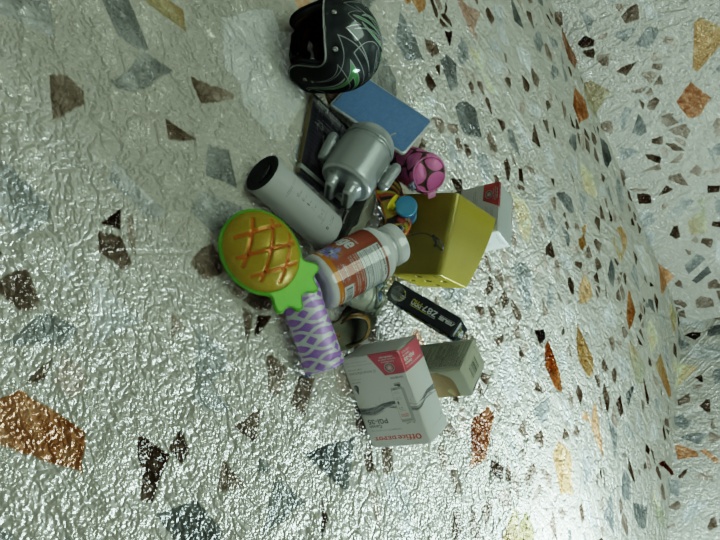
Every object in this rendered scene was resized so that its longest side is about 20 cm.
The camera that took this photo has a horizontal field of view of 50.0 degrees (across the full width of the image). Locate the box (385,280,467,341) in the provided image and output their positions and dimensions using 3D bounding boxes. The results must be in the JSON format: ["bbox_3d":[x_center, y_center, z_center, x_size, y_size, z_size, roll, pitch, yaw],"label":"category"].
[{"bbox_3d":[0.143,0.090,1.635,0.049,0.161,0.200,-57,166,-2],"label":"box"}]

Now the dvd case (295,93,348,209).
[{"bbox_3d":[-0.072,-0.250,1.624,0.149,0.016,0.201,38,49,-44],"label":"dvd case"}]

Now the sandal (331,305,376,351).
[{"bbox_3d":[-0.016,0.113,1.543,0.200,0.054,0.082,-22,97,-56],"label":"sandal"}]

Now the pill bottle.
[{"bbox_3d":[-0.005,-0.015,1.493,0.200,0.112,0.113,-28,103,-29],"label":"pill bottle"}]

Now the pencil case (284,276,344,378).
[{"bbox_3d":[-0.091,0.093,1.417,0.085,0.084,0.201,-28,102,-67],"label":"pencil case"}]

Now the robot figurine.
[{"bbox_3d":[-0.004,-0.223,1.577,0.169,0.113,0.200,29,64,4],"label":"robot figurine"}]

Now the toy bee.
[{"bbox_3d":[0.075,-0.111,1.637,0.200,0.108,0.131,55,-9,38],"label":"toy bee"}]

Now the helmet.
[{"bbox_3d":[-0.047,-0.461,1.575,0.200,0.190,0.201,25,59,-50],"label":"helmet"}]

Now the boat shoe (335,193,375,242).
[{"bbox_3d":[-0.025,-0.092,1.615,0.067,0.057,0.200,82,26,-47],"label":"boat shoe"}]

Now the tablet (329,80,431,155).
[{"bbox_3d":[0.045,-0.344,1.697,0.200,0.014,0.130,35,58,6],"label":"tablet"}]

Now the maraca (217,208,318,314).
[{"bbox_3d":[-0.157,-0.016,1.326,0.200,0.107,0.137,46,70,-16],"label":"maraca"}]

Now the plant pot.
[{"bbox_3d":[0.167,-0.060,1.757,0.200,0.199,0.177,24,73,-52],"label":"plant pot"}]

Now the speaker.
[{"bbox_3d":[-0.122,-0.127,1.452,0.200,0.081,0.082,41,47,-40],"label":"speaker"}]

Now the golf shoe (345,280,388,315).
[{"bbox_3d":[0.000,0.000,1.591,0.097,0.078,0.201,11,41,-14],"label":"golf shoe"}]

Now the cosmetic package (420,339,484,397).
[{"bbox_3d":[0.147,0.210,1.615,0.071,0.199,0.105,63,38,-24],"label":"cosmetic package"}]

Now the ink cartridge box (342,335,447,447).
[{"bbox_3d":[0.069,0.244,1.538,0.083,0.146,0.201,-31,104,-53],"label":"ink cartridge box"}]

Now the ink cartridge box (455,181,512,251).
[{"bbox_3d":[0.266,-0.119,1.903,0.083,0.199,0.147,42,48,-44],"label":"ink cartridge box"}]

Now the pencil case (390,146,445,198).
[{"bbox_3d":[0.111,-0.224,1.709,0.200,0.090,0.094,-136,-156,-64],"label":"pencil case"}]
